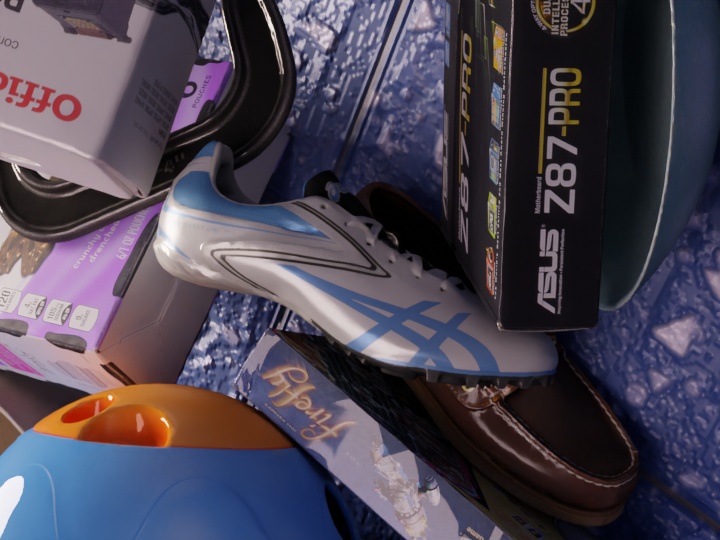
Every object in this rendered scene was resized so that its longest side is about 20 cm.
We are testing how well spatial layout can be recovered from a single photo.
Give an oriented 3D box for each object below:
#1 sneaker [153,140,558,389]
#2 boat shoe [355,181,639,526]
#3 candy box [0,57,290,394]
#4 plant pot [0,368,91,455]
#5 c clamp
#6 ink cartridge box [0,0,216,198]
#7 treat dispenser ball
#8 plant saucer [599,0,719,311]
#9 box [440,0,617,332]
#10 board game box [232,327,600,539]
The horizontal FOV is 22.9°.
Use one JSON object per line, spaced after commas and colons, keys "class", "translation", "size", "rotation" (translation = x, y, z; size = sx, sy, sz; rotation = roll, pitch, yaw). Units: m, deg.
{"class": "sneaker", "translation": [0.000, 0.000, 0.807], "size": [0.198, 0.072, 0.073], "rotation": [23, 97, 12]}
{"class": "boat shoe", "translation": [0.058, 0.038, 0.859], "size": [0.200, 0.070, 0.071], "rotation": [40, 128, 20]}
{"class": "candy box", "translation": [-0.161, -0.032, 0.942], "size": [0.198, 0.072, 0.169], "rotation": [10, 67, 33]}
{"class": "plant pot", "translation": [-0.186, 0.134, 1.027], "size": [0.199, 0.134, 0.202], "rotation": [12, 111, 34]}
{"class": "c clamp", "translation": [-0.108, -0.108, 0.894], "size": [0.199, 0.027, 0.172], "rotation": [-27, 65, 12]}
{"class": "ink cartridge box", "translation": [-0.143, -0.153, 0.838], "size": [0.143, 0.084, 0.202], "rotation": [18, 84, 11]}
{"class": "treat dispenser ball", "translation": [-0.095, 0.154, 0.830], "size": [0.199, 0.200, 0.203], "rotation": [11, 110, 33]}
{"class": "plant saucer", "translation": [0.116, -0.085, 0.745], "size": [0.038, 0.201, 0.203], "rotation": [-2, 107, -7]}
{"class": "box", "translation": [0.070, -0.093, 0.763], "size": [0.049, 0.161, 0.202], "rotation": [-1, 107, -5]}
{"class": "board game box", "translation": [0.043, 0.105, 0.850], "size": [0.200, 0.135, 0.035], "rotation": [40, 99, 21]}
